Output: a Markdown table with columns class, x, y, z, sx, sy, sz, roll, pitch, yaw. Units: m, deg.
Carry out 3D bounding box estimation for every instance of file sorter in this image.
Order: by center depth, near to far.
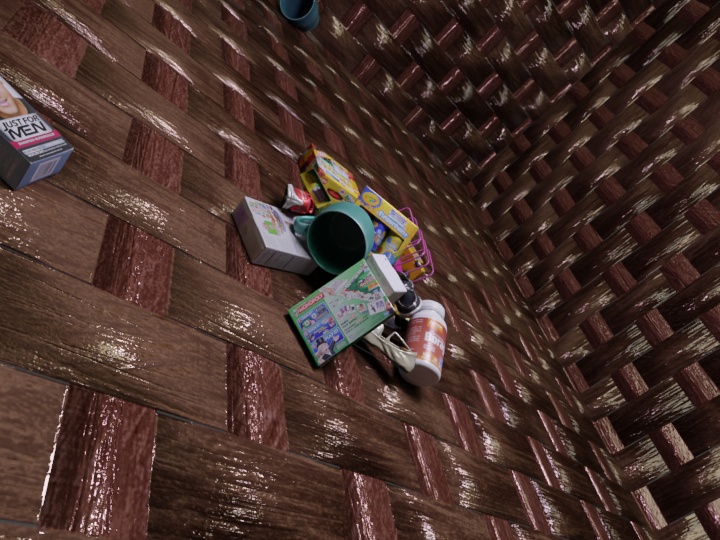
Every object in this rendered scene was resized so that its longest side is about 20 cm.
| class | x | y | z | sx | sy | sz | roll | pitch | yaw |
| --- | --- | --- | --- | --- | --- | --- | --- | --- | --- |
| file sorter | 0.147 | -0.076 | 1.698 | 0.142 | 0.122 | 0.202 | -97 | 162 | -47 |

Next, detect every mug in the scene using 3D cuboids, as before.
| class | x | y | z | sx | sy | sz | roll | pitch | yaw |
| --- | --- | --- | --- | --- | --- | --- | --- | --- | --- |
| mug | -0.051 | -0.095 | 1.251 | 0.186 | 0.151 | 0.115 | 48 | 27 | -4 |

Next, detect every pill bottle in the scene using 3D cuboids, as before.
| class | x | y | z | sx | sy | sz | roll | pitch | yaw |
| --- | --- | --- | --- | --- | --- | --- | --- | --- | --- |
| pill bottle | 0.167 | 0.185 | 1.374 | 0.111 | 0.111 | 0.205 | 37 | 48 | -26 |

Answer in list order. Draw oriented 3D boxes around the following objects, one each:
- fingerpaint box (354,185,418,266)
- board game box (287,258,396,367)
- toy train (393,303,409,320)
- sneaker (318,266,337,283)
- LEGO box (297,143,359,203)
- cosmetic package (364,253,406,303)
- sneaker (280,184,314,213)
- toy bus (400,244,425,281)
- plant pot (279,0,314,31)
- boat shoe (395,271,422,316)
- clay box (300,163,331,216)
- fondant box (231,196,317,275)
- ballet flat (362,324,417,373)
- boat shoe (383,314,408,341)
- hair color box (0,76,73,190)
| class | x | y | z | sx | sy | sz | roll | pitch | yaw |
| --- | --- | --- | --- | --- | --- | --- | --- | --- | --- |
| fingerpaint box | 0.045 | -0.115 | 1.539 | 0.198 | 0.169 | 0.073 | 37 | -1 | -5 |
| board game box | -0.039 | 0.088 | 1.108 | 0.137 | 0.196 | 0.029 | 56 | -4 | 17 |
| toy train | 0.144 | 0.130 | 1.564 | 0.148 | 0.055 | 0.204 | 24 | 35 | -48 |
| sneaker | -0.061 | 0.002 | 1.342 | 0.081 | 0.073 | 0.204 | 1 | 54 | -60 |
| LEGO box | -0.099 | -0.291 | 1.701 | 0.197 | 0.077 | 0.152 | 30 | 30 | -41 |
| cosmetic package | -0.002 | 0.066 | 1.194 | 0.103 | 0.199 | 0.071 | 56 | 24 | 19 |
| sneaker | -0.158 | -0.170 | 1.342 | 0.082 | 0.080 | 0.200 | 18 | 7 | -10 |
| toy bus | 0.160 | -0.059 | 1.864 | 0.078 | 0.065 | 0.204 | 10 | 46 | -61 |
| plant pot | -0.310 | -1.397 | 2.829 | 0.203 | 0.198 | 0.188 | 54 | 8 | 11 |
| boat shoe | 0.119 | 0.059 | 1.452 | 0.062 | 0.072 | 0.201 | 61 | 7 | -20 |
| clay box | -0.114 | -0.180 | 1.416 | 0.117 | 0.046 | 0.202 | 61 | -10 | 24 |
| fondant box | -0.192 | -0.077 | 1.232 | 0.198 | 0.058 | 0.147 | 17 | 40 | -56 |
| ballet flat | 0.054 | 0.166 | 1.269 | 0.197 | 0.070 | 0.070 | 36 | 23 | 1 |
| boat shoe | 0.066 | 0.127 | 1.405 | 0.198 | 0.064 | 0.073 | 34 | 26 | -38 |
| hair color box | -0.545 | -0.226 | 0.782 | 0.200 | 0.060 | 0.100 | 46 | 23 | -11 |
